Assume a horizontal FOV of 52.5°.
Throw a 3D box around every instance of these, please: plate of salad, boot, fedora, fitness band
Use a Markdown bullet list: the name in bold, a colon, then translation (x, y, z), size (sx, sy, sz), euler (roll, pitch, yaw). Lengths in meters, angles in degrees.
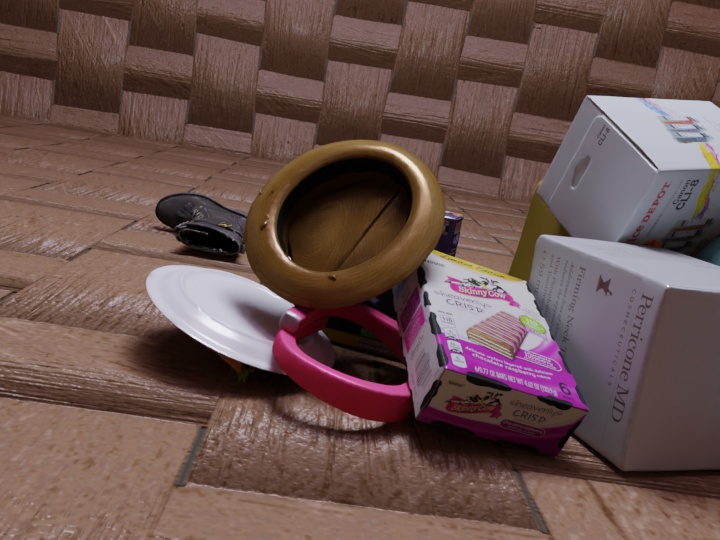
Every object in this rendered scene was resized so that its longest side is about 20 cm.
- **plate of salad**: translation (-0.119, 0.054, 0.722), size (0.200, 0.048, 0.200), euler (25, 14, -7)
- **boot**: translation (-0.258, -0.074, 1.166), size (0.200, 0.069, 0.174), euler (13, 12, 5)
- **fedora**: translation (-0.012, -0.036, 0.720), size (0.200, 0.201, 0.082), euler (13, -28, 16)
- **fitness band**: translation (0.000, 0.077, 0.682), size (0.144, 0.037, 0.200), euler (30, 16, 12)

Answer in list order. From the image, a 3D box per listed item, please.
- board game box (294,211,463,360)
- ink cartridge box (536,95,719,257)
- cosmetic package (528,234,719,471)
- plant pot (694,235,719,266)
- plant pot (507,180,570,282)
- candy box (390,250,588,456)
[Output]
- **board game box**: translation (0.000, 0.000, 0.815), size (0.200, 0.165, 0.057), euler (13, 13, 16)
- **ink cartridge box**: translation (0.342, -0.103, 0.849), size (0.200, 0.145, 0.145), euler (-4, 45, -23)
- **cosmetic package**: translation (0.274, 0.071, 0.704), size (0.166, 0.168, 0.200), euler (5, 12, -20)
- **plant pot**: translation (0.447, 0.045, 0.792), size (0.200, 0.201, 0.161), euler (2, 30, -30)
- **plant pot**: translation (0.327, 0.017, 0.956), size (0.194, 0.196, 0.200), euler (7, 24, -13)
- **candy box**: translation (0.109, 0.065, 0.672), size (0.136, 0.061, 0.200), euler (18, 28, -15)
